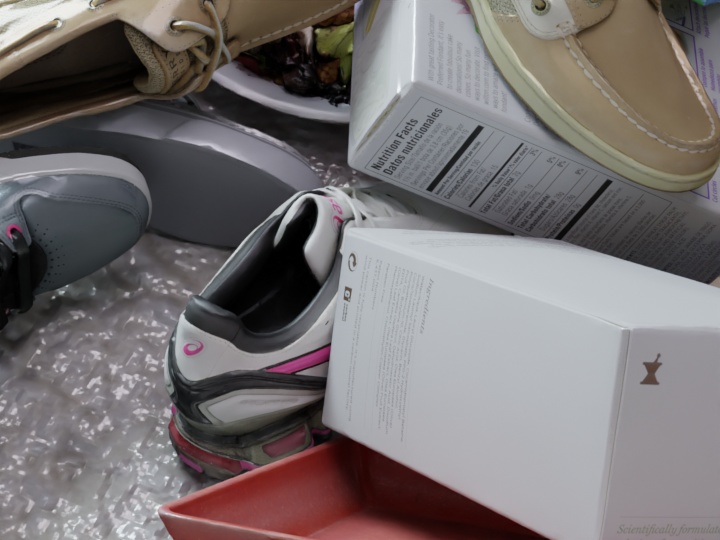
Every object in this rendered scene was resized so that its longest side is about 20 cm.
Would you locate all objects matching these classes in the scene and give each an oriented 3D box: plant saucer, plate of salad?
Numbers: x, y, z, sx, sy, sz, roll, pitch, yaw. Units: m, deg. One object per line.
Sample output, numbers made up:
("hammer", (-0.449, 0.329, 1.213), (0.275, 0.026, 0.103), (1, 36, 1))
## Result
("plant saucer", (0.054, 0.102, 0.856), (0.199, 0.037, 0.200), (9, 7, 19))
("plate of salad", (-0.002, -0.146, 1.137), (0.200, 0.048, 0.200), (3, 48, -4))

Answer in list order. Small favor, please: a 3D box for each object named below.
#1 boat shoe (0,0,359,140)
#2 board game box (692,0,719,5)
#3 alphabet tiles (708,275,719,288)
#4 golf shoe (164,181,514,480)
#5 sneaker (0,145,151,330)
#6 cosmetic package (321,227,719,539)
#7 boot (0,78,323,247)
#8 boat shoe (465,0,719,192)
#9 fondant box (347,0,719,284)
("boat shoe", (-0.080, -0.098, 0.993), (0.200, 0.071, 0.065), (-18, 50, 0))
("board game box", (0.092, -0.186, 1.094), (0.200, 0.037, 0.151), (33, 18, 12))
("alphabet tiles", (0.227, 0.062, 0.968), (0.200, 0.008, 0.167), (46, 58, 10))
("golf shoe", (0.000, 0.000, 0.986), (0.073, 0.092, 0.200), (29, 50, 25))
("sneaker", (-0.164, 0.025, 0.951), (0.200, 0.084, 0.121), (-20, 48, -12))
("cosmetic package", (0.079, 0.040, 0.877), (0.107, 0.085, 0.200), (4, 9, -27))
("boot", (-0.099, -0.079, 1.057), (0.200, 0.074, 0.096), (16, 55, 10))
("boat shoe", (0.084, -0.120, 0.973), (0.072, 0.065, 0.200), (-19, 67, -44))
("fondant box", (0.095, -0.077, 1.036), (0.200, 0.058, 0.144), (22, 44, -21))
